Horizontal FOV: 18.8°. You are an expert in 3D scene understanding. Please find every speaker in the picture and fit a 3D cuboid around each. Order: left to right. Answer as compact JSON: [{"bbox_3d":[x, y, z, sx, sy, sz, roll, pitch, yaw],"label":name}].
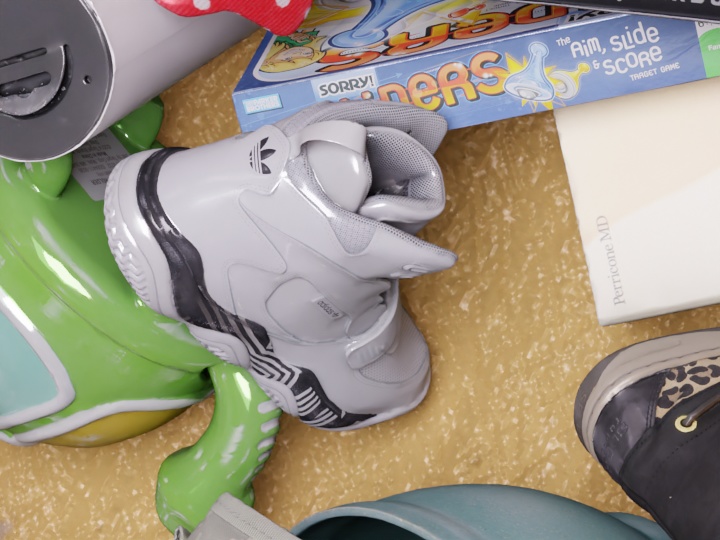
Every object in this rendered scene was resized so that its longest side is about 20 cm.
[{"bbox_3d":[-0.097,-0.108,0.885,0.081,0.200,0.082,7,112,17],"label":"speaker"}]

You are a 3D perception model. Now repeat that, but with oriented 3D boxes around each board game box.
[{"bbox_3d":[0.057,-0.099,0.885,0.199,0.135,0.035,-11,113,13],"label":"board game box"}]

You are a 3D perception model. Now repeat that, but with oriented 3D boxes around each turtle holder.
[{"bbox_3d":[-0.107,0.016,0.928,0.185,0.141,0.132,37,116,-15],"label":"turtle holder"}]

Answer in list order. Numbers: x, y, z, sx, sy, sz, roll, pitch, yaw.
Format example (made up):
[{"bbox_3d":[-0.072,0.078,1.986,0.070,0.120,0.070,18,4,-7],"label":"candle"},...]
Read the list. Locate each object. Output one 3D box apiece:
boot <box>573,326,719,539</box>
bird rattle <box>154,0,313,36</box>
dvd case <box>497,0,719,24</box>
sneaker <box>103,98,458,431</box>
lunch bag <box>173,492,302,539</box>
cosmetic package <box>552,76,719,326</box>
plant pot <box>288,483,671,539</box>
[{"bbox_3d":[0.193,0.071,0.806,0.199,0.151,0.073,-9,122,-8],"label":"boot"},{"bbox_3d":[-0.067,-0.195,0.836,0.162,0.113,0.201,11,84,5],"label":"bird rattle"},{"bbox_3d":[0.112,-0.141,0.848,0.150,0.200,0.025,7,117,15],"label":"dvd case"},{"bbox_3d":[0.000,0.000,0.852,0.115,0.200,0.075,-19,57,27],"label":"sneaker"},{"bbox_3d":[-0.025,0.183,0.699,0.200,0.118,0.164,30,77,38],"label":"lunch bag"},{"bbox_3d":[0.184,-0.047,0.872,0.199,0.071,0.106,-14,88,13],"label":"cosmetic package"},{"bbox_3d":[0.068,0.168,0.834,0.200,0.134,0.201,21,119,45],"label":"plant pot"}]
